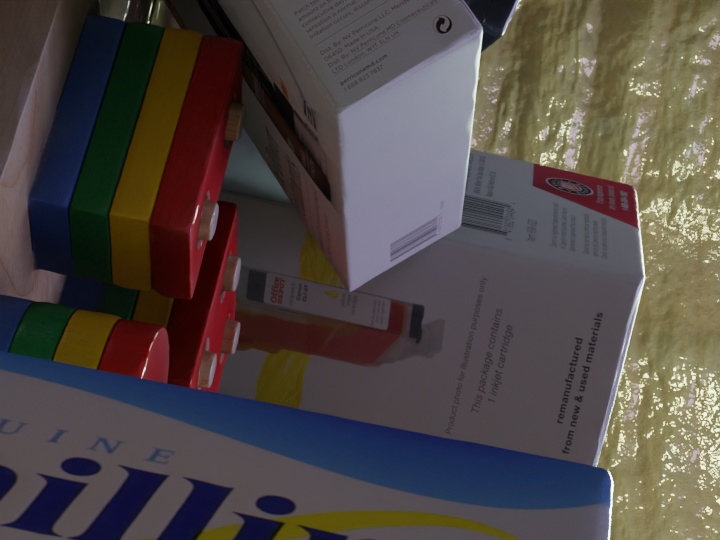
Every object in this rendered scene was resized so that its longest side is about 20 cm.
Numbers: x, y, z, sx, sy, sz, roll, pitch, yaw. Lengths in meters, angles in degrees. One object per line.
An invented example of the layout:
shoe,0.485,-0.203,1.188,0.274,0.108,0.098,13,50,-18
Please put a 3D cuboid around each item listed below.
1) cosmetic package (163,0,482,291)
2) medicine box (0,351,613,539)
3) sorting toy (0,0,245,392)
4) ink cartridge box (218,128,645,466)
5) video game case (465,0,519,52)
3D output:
cosmetic package,-0.025,-0.089,0.757,0.151,0.051,0.200,59,-7,13
medicine box,-0.053,0.110,0.452,0.200,0.180,0.104,-74,174,-62
sorting toy,-0.082,0.036,0.715,0.201,0.069,0.200,96,5,-55
ink cartridge box,0.000,0.000,0.921,0.145,0.198,0.084,-69,172,-73
video game case,0.052,-0.134,0.876,0.200,0.019,0.144,152,-38,-81
